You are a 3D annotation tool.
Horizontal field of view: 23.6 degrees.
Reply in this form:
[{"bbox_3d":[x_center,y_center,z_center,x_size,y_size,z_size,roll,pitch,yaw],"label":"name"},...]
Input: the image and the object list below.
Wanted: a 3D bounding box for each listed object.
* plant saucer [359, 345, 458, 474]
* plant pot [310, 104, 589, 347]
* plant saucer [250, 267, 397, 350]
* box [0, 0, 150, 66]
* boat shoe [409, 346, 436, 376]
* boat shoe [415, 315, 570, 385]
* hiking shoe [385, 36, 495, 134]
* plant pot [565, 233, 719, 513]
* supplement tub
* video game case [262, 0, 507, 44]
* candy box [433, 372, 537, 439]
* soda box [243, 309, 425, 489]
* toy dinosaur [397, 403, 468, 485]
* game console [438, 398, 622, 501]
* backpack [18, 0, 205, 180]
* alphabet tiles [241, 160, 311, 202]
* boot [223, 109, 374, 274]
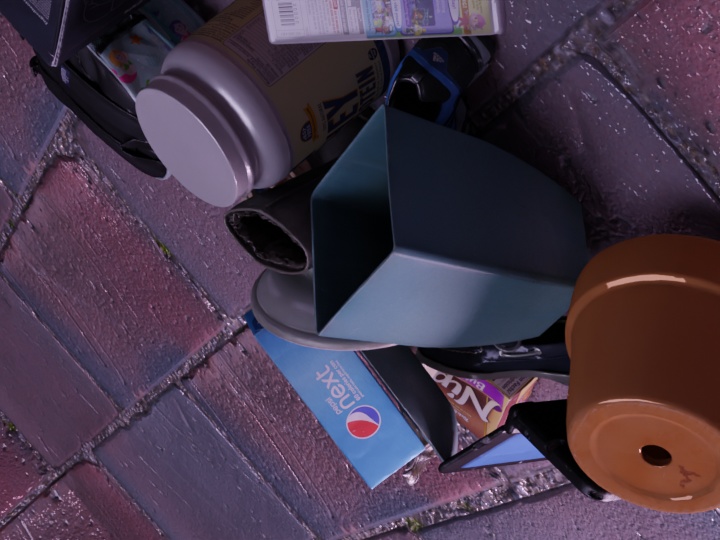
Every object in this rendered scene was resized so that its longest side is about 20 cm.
[{"bbox_3d":[0.037,0.094,1.564,0.201,0.039,0.201,53,177,4],"label":"plant saucer"},{"bbox_3d":[0.079,-0.019,1.417,0.200,0.141,0.141,13,144,-24],"label":"plant pot"},{"bbox_3d":[0.000,0.000,1.517,0.200,0.200,0.050,23,129,43],"label":"plant saucer"},{"bbox_3d":[-0.220,-0.311,1.493,0.124,0.200,0.197,47,155,7],"label":"box"},{"bbox_3d":[0.067,0.038,1.635,0.059,0.072,0.200,37,130,14],"label":"boat shoe"},{"bbox_3d":[0.145,0.063,1.543,0.200,0.075,0.062,6,120,22],"label":"boat shoe"},{"bbox_3d":[0.047,-0.137,1.448,0.074,0.087,0.200,41,154,15],"label":"hiking shoe"},{"bbox_3d":[0.242,0.090,1.324,0.200,0.140,0.200,15,140,13],"label":"plant pot"},{"bbox_3d":[-0.079,-0.162,1.481,0.145,0.200,0.145,37,154,22],"label":"supplement tub"},{"bbox_3d":[0.006,-0.262,1.241,0.182,0.022,0.200,0,117,17],"label":"video game case"},{"bbox_3d":[0.082,0.076,1.743,0.200,0.056,0.117,42,153,15],"label":"candy box"},{"bbox_3d":[-0.025,0.106,1.635,0.200,0.068,0.064,54,179,-20],"label":"soda box"},{"bbox_3d":[0.064,0.133,1.819,0.102,0.077,0.200,41,-153,-50],"label":"toy dinosaur"},{"bbox_3d":[0.202,0.169,1.476,0.176,0.200,0.117,44,126,42],"label":"game console"},{"bbox_3d":[-0.223,-0.196,1.726,0.200,0.150,0.178,47,162,19],"label":"backpack"},{"bbox_3d":[-0.103,-0.120,1.631,0.196,0.015,0.200,27,-144,-54],"label":"alphabet tiles"},{"bbox_3d":[-0.046,-0.076,1.550,0.182,0.200,0.073,24,136,38],"label":"boot"}]
